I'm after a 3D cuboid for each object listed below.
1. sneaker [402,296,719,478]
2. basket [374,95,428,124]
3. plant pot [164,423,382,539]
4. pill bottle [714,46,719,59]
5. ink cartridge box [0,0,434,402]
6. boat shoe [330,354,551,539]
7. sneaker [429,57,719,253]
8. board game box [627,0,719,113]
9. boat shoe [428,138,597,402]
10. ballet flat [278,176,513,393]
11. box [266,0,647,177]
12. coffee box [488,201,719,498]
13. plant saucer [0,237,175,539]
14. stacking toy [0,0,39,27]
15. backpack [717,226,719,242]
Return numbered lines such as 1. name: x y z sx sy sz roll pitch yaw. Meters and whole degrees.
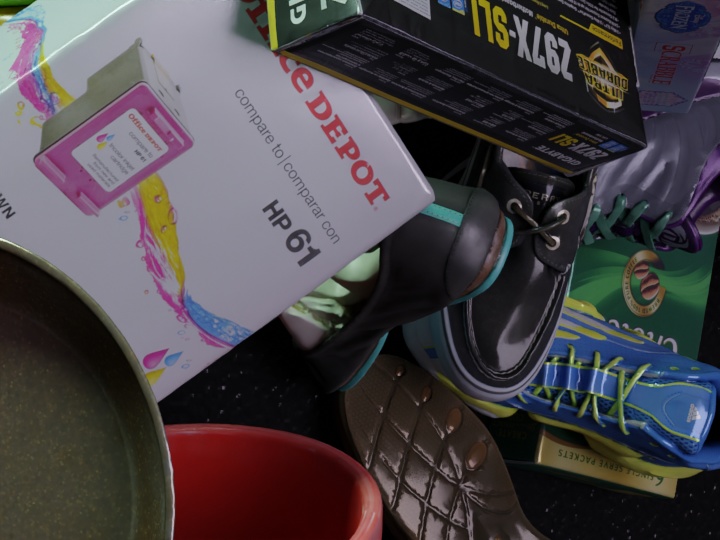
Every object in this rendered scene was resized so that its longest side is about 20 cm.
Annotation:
1. sneaker: 0.122 0.049 1.088 0.200 0.105 0.076 23 78 -27
2. basket: -0.006 -0.161 0.996 0.135 0.123 0.201 -13 100 -43
3. plant pot: -0.083 0.184 0.912 0.200 0.200 0.178 -22 117 -40
4. pill bottle: 0.161 -0.208 1.159 0.111 0.111 0.201 -5 95 -43
5. ink cartridge box: -0.093 -0.038 0.865 0.200 0.085 0.145 -37 113 -6
6. boat shoe: 0.046 0.131 1.102 0.072 0.068 0.200 -45 104 -29
7. sneaker: 0.125 -0.039 1.102 0.199 0.088 0.074 -23 154 -9
8. board game box: 0.149 -0.192 0.985 0.200 0.041 0.201 75 21 -81
9. boat shoe: 0.080 -0.037 1.039 0.068 0.057 0.201 14 80 -11
10. ballet flat: 0.000 0.000 0.987 0.068 0.200 0.068 23 62 -15
11. box: 0.038 -0.140 0.877 0.200 0.049 0.160 17 63 -49
12. coffee box: 0.140 0.020 1.196 0.123 0.044 0.201 19 79 -41
13. plant saucer: -0.156 0.084 0.789 0.037 0.200 0.201 6 88 -74
14. stacking toy: -0.145 -0.119 0.904 0.085 0.085 0.201 -14 106 -42
15. backpack: 0.294 -0.089 1.264 0.200 0.154 0.191 -9 103 -57
